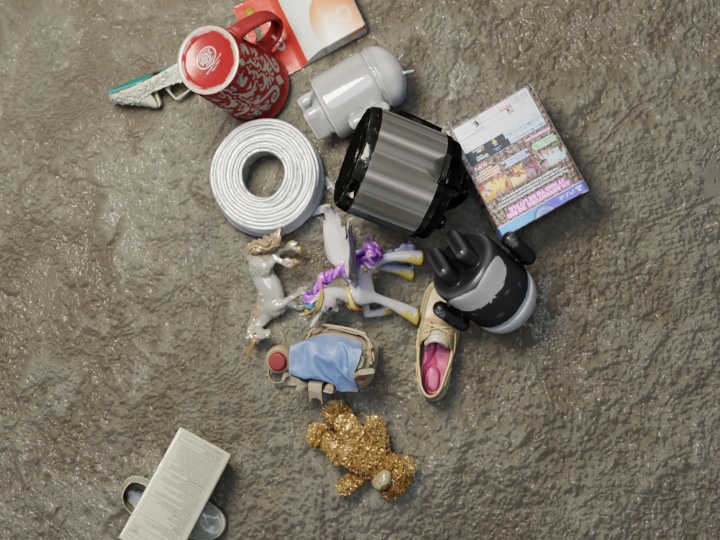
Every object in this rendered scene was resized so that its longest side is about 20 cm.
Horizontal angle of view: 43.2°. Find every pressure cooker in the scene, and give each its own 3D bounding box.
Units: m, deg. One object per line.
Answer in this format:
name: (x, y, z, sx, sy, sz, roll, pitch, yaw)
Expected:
pressure cooker: (0.072, -0.146, 1.437, 0.197, 0.177, 0.180, 20, 119, -10)

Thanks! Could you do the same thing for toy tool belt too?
toy tool belt: (-0.069, 0.154, 1.502, 0.196, 0.123, 0.127, 1, 95, 7)

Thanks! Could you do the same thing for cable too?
cable: (-0.161, -0.158, 1.564, 0.198, 0.069, 0.202, -31, 84, 4)

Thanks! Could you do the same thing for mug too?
mug: (-0.211, -0.348, 1.505, 0.131, 0.200, 0.181, 5, 91, 15)

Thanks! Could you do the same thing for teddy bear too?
teddy bear: (-0.003, 0.306, 1.520, 0.144, 0.067, 0.201, -36, 83, 6)

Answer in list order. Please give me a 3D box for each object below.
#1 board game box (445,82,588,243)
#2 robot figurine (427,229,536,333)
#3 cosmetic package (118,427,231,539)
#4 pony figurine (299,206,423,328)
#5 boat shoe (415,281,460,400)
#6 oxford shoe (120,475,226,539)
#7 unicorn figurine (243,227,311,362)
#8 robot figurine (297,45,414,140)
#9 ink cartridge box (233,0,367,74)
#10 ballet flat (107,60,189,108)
board game box: (0.255, -0.174, 1.501, 0.158, 0.097, 0.202, -28, 84, 4)
robot figurine: (0.195, 0.017, 1.456, 0.149, 0.199, 0.126, -16, 50, 44)
cosmetic package: (-0.305, 0.377, 1.505, 0.103, 0.073, 0.202, 28, 66, 0)
pony figurine: (0.000, 0.000, 1.500, 0.197, 0.166, 0.196, 1, 101, -14)
boat shoe: (0.129, 0.118, 1.513, 0.072, 0.069, 0.204, 3, 87, 7)
oxford shoe: (-0.326, 0.411, 1.558, 0.197, 0.058, 0.076, 22, 87, 6)
unicorn figurine: (-0.148, 0.039, 1.553, 0.135, 0.074, 0.203, -16, 84, 14)
robot figurine: (-0.005, -0.301, 1.531, 0.198, 0.113, 0.171, -28, 50, 5)
ink cartridge box: (-0.109, -0.446, 1.585, 0.198, 0.050, 0.164, -27, 84, 1)
ballet flat: (-0.349, -0.324, 1.600, 0.198, 0.072, 0.073, -23, 84, 5)
